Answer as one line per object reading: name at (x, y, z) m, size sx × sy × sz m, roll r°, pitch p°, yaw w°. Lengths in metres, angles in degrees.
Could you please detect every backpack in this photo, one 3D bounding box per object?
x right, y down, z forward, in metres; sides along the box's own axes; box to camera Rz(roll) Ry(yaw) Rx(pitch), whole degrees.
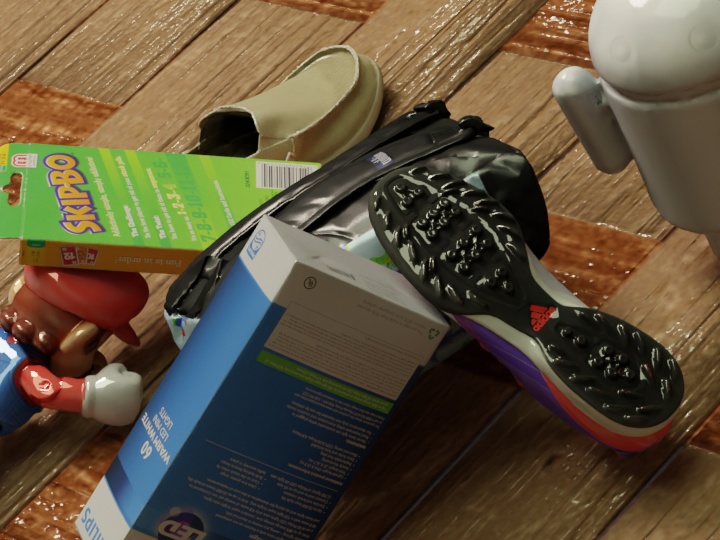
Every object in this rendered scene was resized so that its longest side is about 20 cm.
backpack at (-0.010, 0.007, 1.600) m, size 0.200 × 0.154 × 0.163 m, roll -21°, pitch 20°, yaw -19°

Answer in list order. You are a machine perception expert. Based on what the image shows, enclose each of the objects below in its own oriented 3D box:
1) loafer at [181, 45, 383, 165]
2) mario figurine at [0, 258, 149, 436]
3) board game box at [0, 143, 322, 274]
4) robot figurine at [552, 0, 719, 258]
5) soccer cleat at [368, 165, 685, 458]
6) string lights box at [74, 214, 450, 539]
loafer at (-0.059, -0.084, 1.842) m, size 0.076 × 0.068 × 0.200 m, roll 10°, pitch 49°, yaw 43°
mario figurine at (-0.203, 0.074, 1.746) m, size 0.200 × 0.123 × 0.106 m, roll -43°, pitch -7°, yaw -9°
board game box at (-0.122, -0.036, 1.743) m, size 0.200 × 0.030 × 0.096 m, roll 6°, pitch 38°, yaw -7°
robot figurine at (0.193, -0.100, 1.569) m, size 0.169 × 0.200 × 0.113 m, roll -16°, pitch 35°, yaw 15°
soccer cleat at (0.081, 0.025, 1.508) m, size 0.200 × 0.073 × 0.068 m, roll 39°, pitch 66°, yaw 13°
string lights box at (-0.053, 0.082, 1.504) m, size 0.200 × 0.103 × 0.059 m, roll -57°, pitch 32°, yaw 14°
